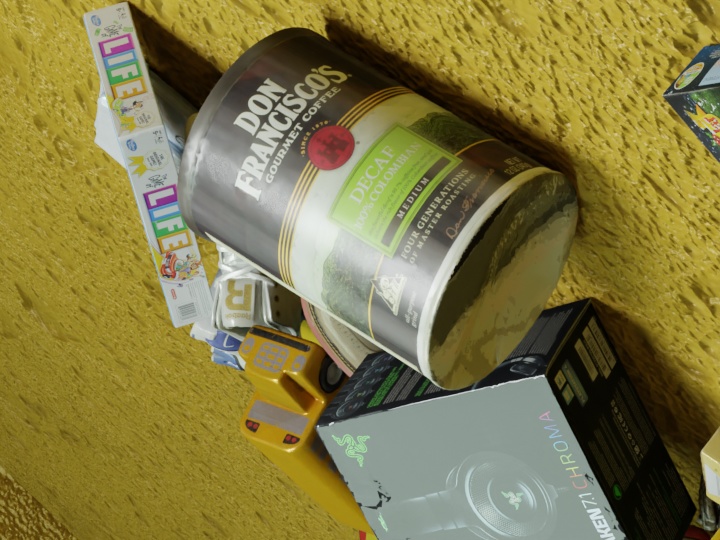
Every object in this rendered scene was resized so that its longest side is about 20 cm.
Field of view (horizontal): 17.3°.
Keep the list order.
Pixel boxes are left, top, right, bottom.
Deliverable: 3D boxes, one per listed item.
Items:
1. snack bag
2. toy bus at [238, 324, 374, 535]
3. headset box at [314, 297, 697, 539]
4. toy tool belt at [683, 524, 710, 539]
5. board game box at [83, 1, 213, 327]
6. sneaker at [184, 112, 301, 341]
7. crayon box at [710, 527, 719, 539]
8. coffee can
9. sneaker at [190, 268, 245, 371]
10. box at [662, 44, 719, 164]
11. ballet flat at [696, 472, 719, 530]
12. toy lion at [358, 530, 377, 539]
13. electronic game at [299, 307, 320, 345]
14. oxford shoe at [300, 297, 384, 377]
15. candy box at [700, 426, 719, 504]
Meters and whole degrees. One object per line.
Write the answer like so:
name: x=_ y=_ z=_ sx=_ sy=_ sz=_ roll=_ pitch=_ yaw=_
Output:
snack bag: x=-0.133 y=-0.082 z=1.825 sx=0.188 sy=0.021 sz=0.200 roll=41 pitch=162 yaw=4
toy bus: x=-0.025 y=0.116 z=1.713 sx=0.065 sy=0.079 sz=0.200 roll=18 pitch=162 yaw=36
headset box: x=0.091 y=0.132 z=1.566 sx=0.199 sy=0.093 sz=0.175 roll=-14 pitch=113 yaw=35
toy tool belt: x=0.231 y=0.261 z=1.650 sx=0.124 sy=0.124 sz=0.200 roll=3 pitch=159 yaw=19
board game box: x=-0.151 y=-0.074 z=1.703 sx=0.200 sy=0.034 sz=0.135 roll=78 pitch=173 yaw=-48
sneaker: x=-0.078 y=-0.020 z=1.682 sx=0.073 sy=0.116 sz=0.200 roll=-2 pitch=149 yaw=19
crayon box: x=0.242 y=0.199 z=1.417 sx=0.051 sy=0.200 sz=0.127 roll=28 pitch=158 yaw=35
coffee can: x=0.010 y=-0.039 z=1.431 sx=0.200 sy=0.146 sz=0.147 roll=31 pitch=160 yaw=26
sneaker: x=-0.062 y=0.049 z=1.880 sx=0.115 sy=0.081 sz=0.199 roll=22 pitch=170 yaw=10
box: x=0.251 y=-0.030 z=1.133 sx=0.200 sy=0.038 sz=0.136 roll=47 pitch=161 yaw=-16
ballet flat: x=0.281 y=0.203 z=1.597 sx=0.067 sy=0.046 sz=0.200 roll=17 pitch=150 yaw=53
toy lion: x=0.035 y=0.222 z=1.951 sx=0.200 sy=0.068 sz=0.193 roll=140 pitch=119 yaw=-71
electronic game: x=0.031 y=0.094 z=1.766 sx=0.200 sy=0.042 sz=0.200 roll=37 pitch=161 yaw=15
oxford shoe: x=0.000 y=0.000 z=1.614 sx=0.075 sy=0.070 sz=0.201 roll=-4 pitch=118 yaw=50
candy box: x=0.295 y=0.116 z=1.254 sx=0.200 sy=0.117 sz=0.057 roll=31 pitch=159 yaw=30
